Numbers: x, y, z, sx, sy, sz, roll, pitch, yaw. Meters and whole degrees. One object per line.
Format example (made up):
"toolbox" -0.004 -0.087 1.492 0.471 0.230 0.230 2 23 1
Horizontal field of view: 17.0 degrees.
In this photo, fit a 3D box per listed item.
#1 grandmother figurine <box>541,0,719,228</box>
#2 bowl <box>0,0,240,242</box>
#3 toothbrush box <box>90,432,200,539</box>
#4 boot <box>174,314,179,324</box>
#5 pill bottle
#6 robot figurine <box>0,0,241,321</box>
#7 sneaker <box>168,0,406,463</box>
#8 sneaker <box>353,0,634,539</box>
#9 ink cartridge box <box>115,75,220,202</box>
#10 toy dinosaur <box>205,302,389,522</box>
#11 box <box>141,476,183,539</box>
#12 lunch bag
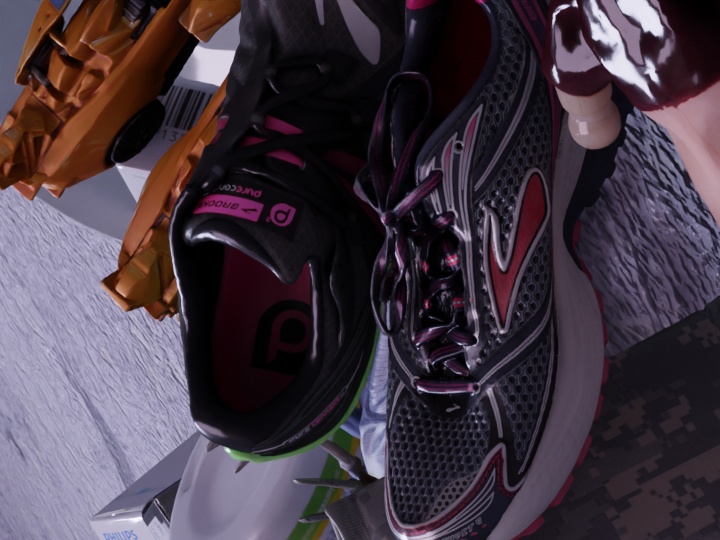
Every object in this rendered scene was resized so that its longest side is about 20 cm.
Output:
"grandmother figurine" 0.095 -0.058 0.675 0.121 0.061 0.201 -18 113 48
"bowl" -0.082 -0.101 1.015 0.200 0.091 0.202 18 146 12
"toothbrush box" -0.022 0.168 1.253 0.085 0.146 0.201 -13 111 53
"boot" -0.074 0.048 1.387 0.201 0.066 0.175 59 151 -10
"pill bottle" 0.026 0.127 1.053 0.199 0.112 0.111 30 174 -23
"robot figurine" -0.049 -0.088 0.869 0.145 0.201 0.058 40 -160 15
"sneaker" -0.019 -0.032 0.790 0.084 0.076 0.202 -27 -57 -74
"sneaker" 0.030 -0.008 0.760 0.080 0.074 0.202 -2 79 44
"ink cartridge box" 0.000 0.000 0.993 0.161 0.057 0.200 13 161 17
"toy dinosaur" 0.014 0.063 0.933 0.105 0.199 0.183 24 113 40
"box" 0.015 0.151 1.148 0.201 0.158 0.048 54 159 6
"lunch bag" 0.094 0.132 0.852 0.118 0.163 0.201 56 169 40
